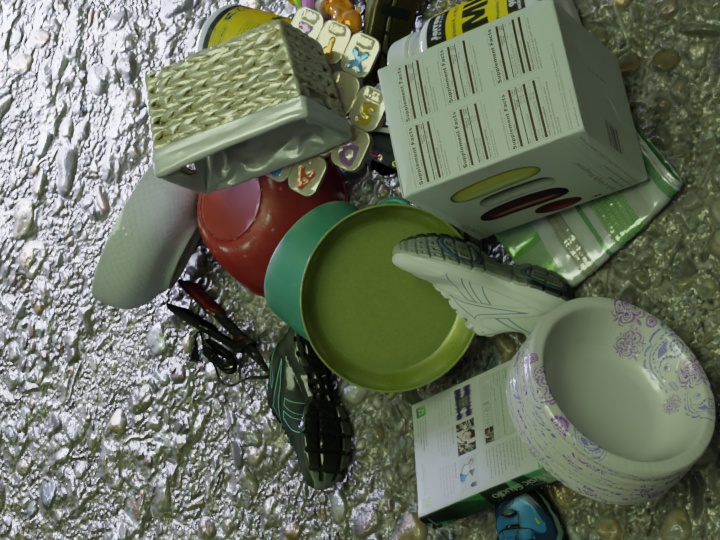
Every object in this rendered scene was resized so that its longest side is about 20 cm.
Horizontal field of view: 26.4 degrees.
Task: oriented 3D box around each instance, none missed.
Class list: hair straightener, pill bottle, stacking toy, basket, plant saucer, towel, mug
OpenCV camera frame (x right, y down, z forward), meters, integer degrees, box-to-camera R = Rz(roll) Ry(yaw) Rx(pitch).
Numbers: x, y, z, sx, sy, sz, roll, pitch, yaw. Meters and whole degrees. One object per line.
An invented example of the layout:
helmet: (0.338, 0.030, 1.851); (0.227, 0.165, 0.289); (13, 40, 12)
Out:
hair straightener: (-0.178, 0.089, 1.888); (0.200, 0.041, 0.077); (37, 103, 38)
pill bottle: (0.136, -0.243, 1.690); (0.199, 0.114, 0.115); (-20, 69, 31)
stacking toy: (-0.048, -0.343, 1.839); (0.116, 0.109, 0.200); (-49, 52, 18)
basket: (-0.131, -0.181, 1.711); (0.198, 0.135, 0.125); (-20, 76, 19)
plant saucer: (0.031, 0.029, 1.641); (0.031, 0.198, 0.202); (-155, 83, -78)
pill bottle: (-0.097, -0.251, 1.861); (0.199, 0.112, 0.113); (22, 93, 36)
towel: (0.231, -0.076, 1.640); (0.200, 0.031, 0.150); (-44, 58, 20)
mug: (-0.008, 0.003, 1.720); (0.114, 0.152, 0.186); (38, 102, 32)

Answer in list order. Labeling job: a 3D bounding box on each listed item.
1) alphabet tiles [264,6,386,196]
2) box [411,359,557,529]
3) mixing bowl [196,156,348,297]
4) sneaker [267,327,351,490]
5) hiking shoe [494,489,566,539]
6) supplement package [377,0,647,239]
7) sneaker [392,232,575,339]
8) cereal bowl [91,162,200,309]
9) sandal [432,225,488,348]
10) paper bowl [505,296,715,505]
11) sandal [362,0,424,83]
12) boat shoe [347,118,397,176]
alphabet tiles: (-0.063, -0.196, 1.764); (0.199, 0.015, 0.197); (28, 97, 22)
box: (0.144, 0.173, 1.620); (0.199, 0.036, 0.145); (-28, 45, 30)
mixing bowl: (-0.124, -0.072, 1.848); (0.199, 0.108, 0.202); (-8, 77, 35)
sneaker: (-0.063, 0.163, 1.788); (0.079, 0.075, 0.202); (-32, 56, 41)
hiking shoe: (0.169, 0.313, 1.568); (0.074, 0.086, 0.202); (-20, 69, 31)
supplement package: (0.156, -0.147, 1.561); (0.199, 0.191, 0.148); (-19, 69, 25)
sneaker: (0.122, 0.024, 1.606); (0.198, 0.075, 0.088); (21, 113, -3)
cereal bowl: (-0.251, -0.037, 1.900); (0.083, 0.200, 0.201); (26, 98, 0)
sandal: (0.103, -0.003, 1.699); (0.081, 0.055, 0.202); (5, 85, 16)
paper bowl: (0.236, 0.135, 1.497); (0.202, 0.199, 0.105); (64, 145, 27)
sandal: (0.038, -0.322, 1.811); (0.054, 0.080, 0.202); (30, 103, 57)
boat shoe: (0.023, -0.142, 1.775); (0.200, 0.073, 0.064); (16, 102, 42)
